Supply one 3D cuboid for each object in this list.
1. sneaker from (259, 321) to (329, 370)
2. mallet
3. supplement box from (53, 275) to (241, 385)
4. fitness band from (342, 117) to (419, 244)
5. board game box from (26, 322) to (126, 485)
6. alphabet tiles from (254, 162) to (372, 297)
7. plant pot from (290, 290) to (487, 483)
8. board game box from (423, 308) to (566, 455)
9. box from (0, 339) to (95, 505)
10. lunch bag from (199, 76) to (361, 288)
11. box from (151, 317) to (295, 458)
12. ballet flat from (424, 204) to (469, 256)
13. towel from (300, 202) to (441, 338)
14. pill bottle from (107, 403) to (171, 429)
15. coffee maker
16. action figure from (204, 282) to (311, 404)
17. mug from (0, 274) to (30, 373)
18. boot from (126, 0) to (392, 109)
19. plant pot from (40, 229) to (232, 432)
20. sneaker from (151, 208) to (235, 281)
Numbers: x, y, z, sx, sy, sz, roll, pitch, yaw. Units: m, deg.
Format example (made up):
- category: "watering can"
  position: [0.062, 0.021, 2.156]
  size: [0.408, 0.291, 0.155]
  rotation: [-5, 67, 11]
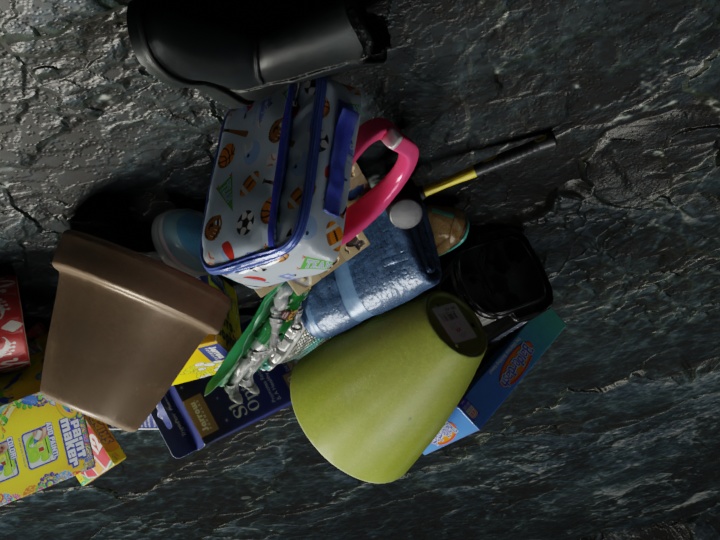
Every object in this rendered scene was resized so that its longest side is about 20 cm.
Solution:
- category: "sneaker"
  position: [-0.055, 0.050, 1.826]
  size: [0.091, 0.078, 0.200]
  rotation: [0, 146, -47]
- category: "mallet"
  position: [0.117, -0.099, 1.574]
  size: [0.199, 0.066, 0.041]
  rotation: [-19, 121, 13]
- category: "supplement box"
  position: [-0.253, 0.076, 1.763]
  size: [0.199, 0.110, 0.109]
  rotation: [-15, 157, 10]
- category: "fitness band"
  position: [-0.004, -0.084, 1.472]
  size: [0.144, 0.037, 0.200]
  rotation: [-50, 167, 6]
- category: "board game box"
  position: [-0.372, 0.166, 1.828]
  size: [0.030, 0.201, 0.095]
  rotation: [-27, 175, -42]
- category: "alphabet tiles"
  position: [-0.066, -0.056, 1.546]
  size: [0.166, 0.006, 0.200]
  rotation: [-36, 139, -2]
- category: "plant pot"
  position: [0.049, 0.117, 1.716]
  size: [0.187, 0.188, 0.200]
  rotation: [11, 137, -40]
- category: "board game box"
  position: [0.157, 0.137, 1.859]
  size: [0.200, 0.045, 0.152]
  rotation: [-46, -176, -29]
- category: "box"
  position: [-0.443, 0.177, 1.705]
  size: [0.192, 0.123, 0.200]
  rotation: [-20, -155, -27]
- category: "lunch bag"
  position: [-0.070, -0.089, 1.352]
  size: [0.075, 0.201, 0.160]
  rotation: [22, 155, -37]
- category: "box"
  position: [-0.173, 0.144, 1.848]
  size: [0.199, 0.122, 0.032]
  rotation: [-25, 172, -31]
- category: "ballet flat"
  position: [0.046, -0.022, 1.734]
  size: [0.072, 0.068, 0.200]
  rotation: [25, 143, -22]
- category: "towel"
  position: [0.000, 0.000, 1.687]
  size: [0.200, 0.112, 0.048]
  rotation: [-27, 163, 37]
- category: "pill bottle"
  position: [-0.295, 0.151, 1.906]
  size: [0.199, 0.112, 0.111]
  rotation: [0, 156, -2]
- category: "coffee maker"
  position: [0.141, 0.033, 1.835]
  size: [0.192, 0.135, 0.200]
  rotation: [-45, -176, -41]
- category: "action figure"
  position: [-0.100, 0.062, 1.698]
  size: [0.201, 0.055, 0.118]
  rotation: [-60, 167, 24]
- category: "mug"
  position: [-0.484, 0.062, 1.666]
  size: [0.199, 0.178, 0.134]
  rotation: [-9, 121, -12]
- category: "boot"
  position: [-0.079, -0.203, 1.234]
  size: [0.167, 0.077, 0.200]
  rotation: [-16, 163, 23]
- category: "plant pot"
  position: [-0.261, 0.072, 1.577]
  size: [0.199, 0.175, 0.200]
  rotation: [23, 173, 3]
- category: "sneaker"
  position: [-0.124, -0.043, 1.589]
  size: [0.130, 0.080, 0.200]
  rotation: [-22, 164, 30]
